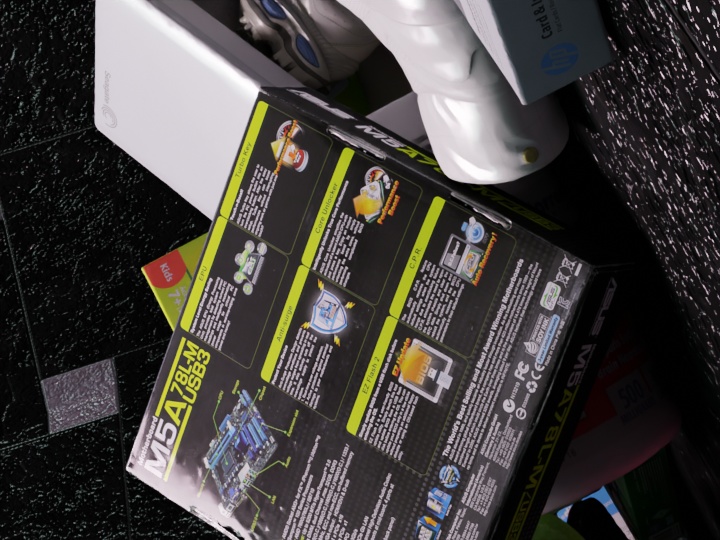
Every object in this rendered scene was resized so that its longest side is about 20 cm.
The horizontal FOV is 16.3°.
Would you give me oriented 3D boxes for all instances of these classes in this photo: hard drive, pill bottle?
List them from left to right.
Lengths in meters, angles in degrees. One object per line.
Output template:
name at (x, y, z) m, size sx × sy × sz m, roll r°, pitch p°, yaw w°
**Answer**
hard drive at (-0.073, -0.076, 1.413) m, size 0.200 × 0.027 × 0.132 m, roll 38°, pitch 145°, yaw 24°
pill bottle at (0.061, 0.011, 1.188) m, size 0.200 × 0.112 × 0.112 m, roll 62°, pitch 178°, yaw -2°

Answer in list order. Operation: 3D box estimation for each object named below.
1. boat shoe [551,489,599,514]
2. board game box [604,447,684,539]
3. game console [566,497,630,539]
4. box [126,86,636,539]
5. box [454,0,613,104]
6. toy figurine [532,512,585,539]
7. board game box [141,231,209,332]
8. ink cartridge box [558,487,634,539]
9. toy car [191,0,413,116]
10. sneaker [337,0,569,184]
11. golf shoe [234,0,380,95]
boat shoe at (0.064, 0.073, 1.342) m, size 0.093 × 0.075 × 0.200 m, roll 65°, pitch -169°, yaw 24°
board game box at (0.127, 0.064, 1.384) m, size 0.135 × 0.029 × 0.200 m, roll 62°, pitch 178°, yaw 27°
game console at (0.201, 0.228, 1.377) m, size 0.200 × 0.119 × 0.172 m, roll 54°, pitch -150°, yaw -23°
box at (0.004, 0.045, 1.124) m, size 0.193 × 0.200 × 0.047 m, roll 29°, pitch -162°, yaw 31°
box at (0.015, -0.177, 0.886) m, size 0.200 × 0.041 × 0.156 m, roll 62°, pitch 178°, yaw 39°
toy figurine at (0.108, 0.162, 1.162) m, size 0.184 × 0.200 × 0.151 m, roll -22°, pitch 60°, yaw 51°
board game box at (0.000, 0.000, 1.296) m, size 0.102 × 0.200 × 0.048 m, roll 61°, pitch 178°, yaw 24°
ink cartridge box at (0.180, 0.230, 1.677) m, size 0.200 × 0.068 × 0.116 m, roll 61°, pitch 178°, yaw 10°
toy car at (-0.070, -0.118, 1.537) m, size 0.200 × 0.150 × 0.175 m, roll 62°, pitch -145°, yaw -13°
sneaker at (0.028, -0.100, 1.096) m, size 0.116 × 0.074 × 0.200 m, roll 67°, pitch 175°, yaw -26°
golf shoe at (-0.056, -0.196, 1.399) m, size 0.200 × 0.097 × 0.078 m, roll 51°, pitch 176°, yaw -5°
